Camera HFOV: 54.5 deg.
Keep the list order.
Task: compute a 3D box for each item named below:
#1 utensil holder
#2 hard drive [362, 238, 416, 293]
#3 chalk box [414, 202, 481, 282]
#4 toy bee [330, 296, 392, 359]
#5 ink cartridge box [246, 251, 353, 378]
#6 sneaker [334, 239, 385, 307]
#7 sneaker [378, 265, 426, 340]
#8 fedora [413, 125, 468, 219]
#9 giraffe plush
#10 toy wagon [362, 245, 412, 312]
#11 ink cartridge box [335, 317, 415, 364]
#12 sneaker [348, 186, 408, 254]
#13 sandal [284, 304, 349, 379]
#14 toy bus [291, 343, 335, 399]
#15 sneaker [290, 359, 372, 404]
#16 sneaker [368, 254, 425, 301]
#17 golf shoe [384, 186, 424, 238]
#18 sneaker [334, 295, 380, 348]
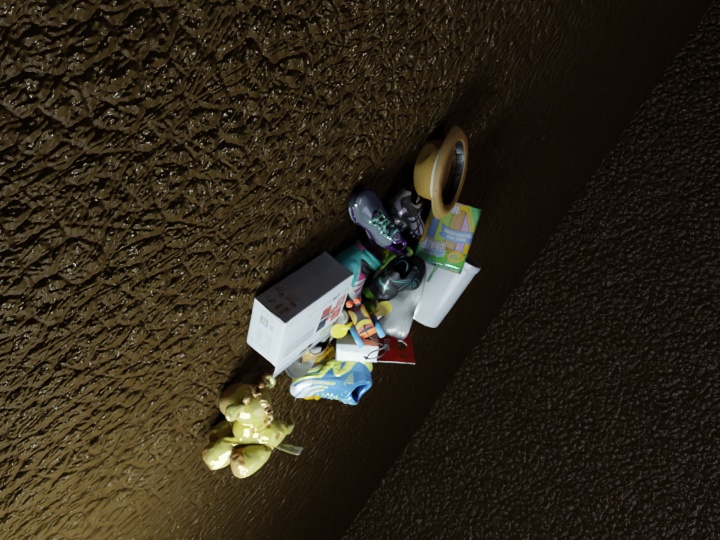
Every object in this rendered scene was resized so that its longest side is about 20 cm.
[{"bbox_3d":[0.196,0.027,1.864,0.201,0.170,0.170,-58,160,14],"label":"utensil holder"},{"bbox_3d":[0.058,-0.014,1.679,0.140,0.038,0.200,-60,158,14],"label":"hard drive"},{"bbox_3d":[0.206,-0.064,1.702,0.124,0.123,0.201,27,81,-83],"label":"chalk box"},{"bbox_3d":[0.010,0.098,1.430,0.130,0.109,0.200,-29,-169,-23],"label":"toy bee"},{"bbox_3d":[-0.122,0.087,1.371,0.200,0.084,0.176,-36,155,-41],"label":"ink cartridge box"},{"bbox_3d":[0.000,0.000,1.517,0.121,0.084,0.200,-40,156,-10],"label":"sneaker"},{"bbox_3d":[0.090,0.053,1.594,0.075,0.088,0.201,127,-16,-64],"label":"sneaker"},{"bbox_3d":[0.167,-0.215,1.507,0.201,0.081,0.202,-44,142,-49],"label":"fedora"},{"bbox_3d":[-0.225,0.295,1.390,0.173,0.198,0.163,-78,161,-56],"label":"giraffe plush"},{"bbox_3d":[0.066,0.011,1.624,0.155,0.039,0.200,-47,159,-21],"label":"toy wagon"},{"bbox_3d":[0.033,0.150,1.583,0.200,0.172,0.044,-89,-179,-73],"label":"ink cartridge box"},{"bbox_3d":[0.045,-0.099,1.412,0.075,0.087,0.200,-56,150,-9],"label":"sneaker"},{"bbox_3d":[-0.095,0.155,1.507,0.200,0.082,0.055,-45,-157,8],"label":"sandal"},{"bbox_3d":[-0.113,0.235,1.650,0.078,0.065,0.201,-36,153,-39],"label":"toy bus"},{"bbox_3d":[-0.062,0.256,1.545,0.199,0.105,0.076,-27,138,9],"label":"sneaker"},{"bbox_3d":[0.097,0.004,1.505,0.079,0.075,0.200,-54,168,34],"label":"sneaker"},{"bbox_3d":[0.115,-0.131,1.565,0.095,0.078,0.200,-57,161,7],"label":"golf shoe"},{"bbox_3d":[-0.016,0.128,1.719,0.201,0.077,0.082,-58,139,-5],"label":"sneaker"}]
